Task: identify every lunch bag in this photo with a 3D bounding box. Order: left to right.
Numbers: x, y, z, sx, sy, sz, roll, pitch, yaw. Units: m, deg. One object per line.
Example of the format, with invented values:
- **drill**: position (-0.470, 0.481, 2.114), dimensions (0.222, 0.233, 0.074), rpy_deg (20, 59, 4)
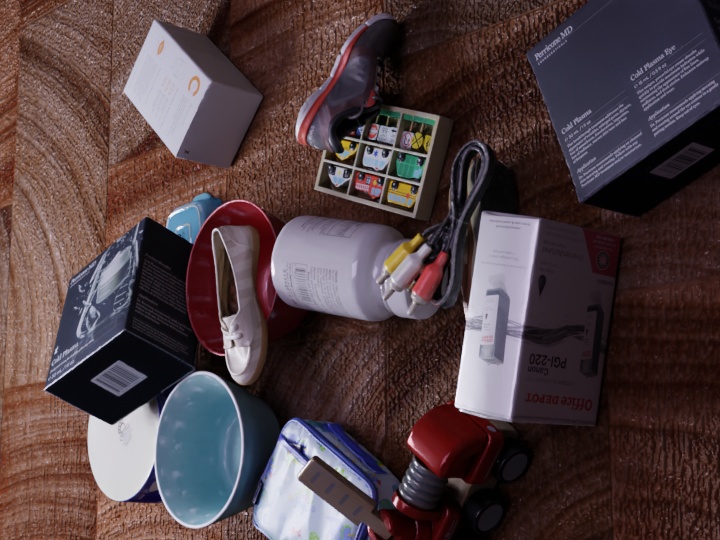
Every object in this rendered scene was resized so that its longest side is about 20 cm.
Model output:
- **lunch bag**: position (-0.040, 0.281, 1.566), dimensions (0.199, 0.082, 0.163), rpy_deg (37, 107, 44)

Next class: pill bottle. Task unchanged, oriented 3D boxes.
- **pill bottle**: position (0.000, 0.000, 1.537), dimensions (0.198, 0.114, 0.116), rpy_deg (9, 89, 37)

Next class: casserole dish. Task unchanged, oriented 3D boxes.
- **casserole dish**: position (-0.244, -0.016, 1.877), dimensions (0.120, 0.038, 0.203), rpy_deg (-14, 72, 45)

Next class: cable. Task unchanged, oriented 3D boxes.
- **cable**: position (0.092, -0.042, 1.394), dimensions (0.097, 0.050, 0.202), rpy_deg (43, 112, 41)

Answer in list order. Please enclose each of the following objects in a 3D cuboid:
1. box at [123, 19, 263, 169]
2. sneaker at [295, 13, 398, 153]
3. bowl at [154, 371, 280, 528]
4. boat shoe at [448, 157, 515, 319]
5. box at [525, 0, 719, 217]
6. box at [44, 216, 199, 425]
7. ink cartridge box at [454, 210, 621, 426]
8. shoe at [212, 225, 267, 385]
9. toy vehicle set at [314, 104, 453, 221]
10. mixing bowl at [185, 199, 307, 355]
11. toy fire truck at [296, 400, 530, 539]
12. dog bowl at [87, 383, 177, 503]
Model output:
- **box**: position (-0.246, -0.258, 1.877), dimensions (0.200, 0.097, 0.125), rpy_deg (49, 118, 42)
- **sneaker**: position (0.003, -0.224, 1.595), dimensions (0.081, 0.077, 0.201), rpy_deg (29, 78, 22)
- **bowl**: position (-0.176, 0.238, 1.705), dimensions (0.199, 0.104, 0.204), rpy_deg (-10, 76, 46)
- **boat shoe**: position (0.133, -0.023, 1.438), dimensions (0.073, 0.075, 0.203), rpy_deg (-22, 59, 49)
- **box**: position (0.288, -0.186, 1.264), dimensions (0.199, 0.103, 0.184), rpy_deg (-36, 59, 38)
- **box**: position (-0.319, 0.071, 1.778), dimensions (0.199, 0.123, 0.199), rpy_deg (-33, 37, 35)
- **ink cartridge box**: position (0.181, 0.052, 1.309), dimensions (0.084, 0.144, 0.203), rpy_deg (10, 91, 47)
- **shoe**: position (-0.156, 0.041, 1.596), dimensions (0.069, 0.053, 0.203), rpy_deg (-17, 71, 44)
- **toy vehicle set**: position (0.026, -0.143, 1.605), dimensions (0.199, 0.026, 0.126), rpy_deg (19, 97, 48)
- **mixing bowl**: position (-0.130, 0.014, 1.691), dimensions (0.199, 0.107, 0.203), rpy_deg (-9, 78, 46)
- **toy fire truck**: position (0.053, 0.221, 1.380), dimensions (0.128, 0.198, 0.178), rpy_deg (40, 112, 43)
- **dog bowl**: position (-0.315, 0.236, 1.879), dimensions (0.199, 0.078, 0.203), rpy_deg (-11, 75, 46)
